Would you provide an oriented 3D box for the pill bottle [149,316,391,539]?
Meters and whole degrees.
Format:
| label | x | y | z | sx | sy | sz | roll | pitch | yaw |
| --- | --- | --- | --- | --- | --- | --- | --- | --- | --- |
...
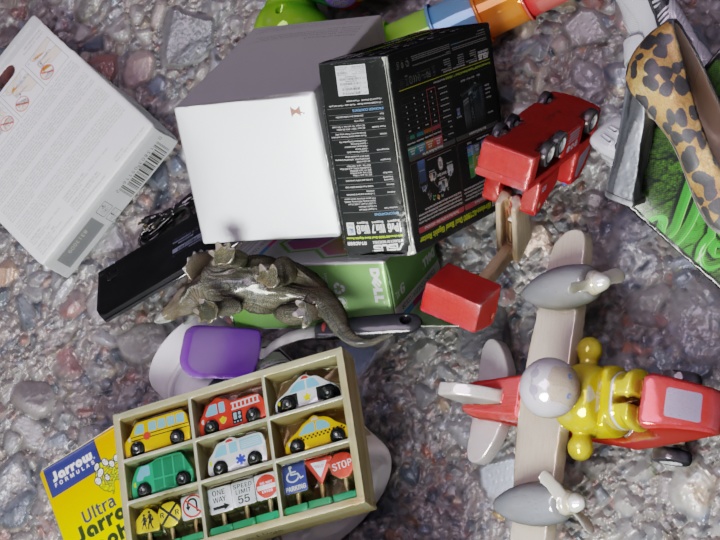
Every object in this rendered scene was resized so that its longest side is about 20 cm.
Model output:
| label | x | y | z | sx | sy | sz | roll | pitch | yaw |
| --- | --- | --- | --- | --- | --- | --- | --- | --- | --- |
| pill bottle | -0.078 | 0.125 | 1.690 | 0.200 | 0.111 | 0.111 | 41 | 94 | 29 |

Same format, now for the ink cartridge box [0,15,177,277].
| label | x | y | z | sx | sy | sz | roll | pitch | yaw |
| --- | --- | --- | --- | --- | --- | --- | --- | --- | --- |
| ink cartridge box | -0.280 | -0.114 | 1.897 | 0.160 | 0.047 | 0.200 | -51 | 56 | 5 |

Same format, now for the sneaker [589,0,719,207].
| label | x | y | z | sx | sy | sz | roll | pitch | yaw |
| --- | --- | --- | --- | --- | --- | --- | --- | --- | --- |
| sneaker | 0.222 | -0.144 | 1.646 | 0.115 | 0.075 | 0.200 | -33 | 67 | 10 |

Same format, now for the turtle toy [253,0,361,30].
| label | x | y | z | sx | sy | sz | roll | pitch | yaw |
| --- | --- | --- | --- | --- | --- | --- | --- | --- | --- |
| turtle toy | -0.024 | -0.259 | 1.773 | 0.101 | 0.146 | 0.200 | 44 | 97 | -2 |

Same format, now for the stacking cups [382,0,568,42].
| label | x | y | z | sx | sy | sz | roll | pitch | yaw |
| --- | --- | --- | --- | --- | --- | --- | --- | --- | --- |
| stacking cups | 0.080 | -0.209 | 1.742 | 0.199 | 0.060 | 0.061 | -26 | 66 | 15 |

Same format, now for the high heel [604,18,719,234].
| label | x | y | z | sx | sy | sz | roll | pitch | yaw |
| --- | --- | --- | --- | --- | --- | --- | --- | --- | --- |
| high heel | 0.283 | -0.098 | 1.540 | 0.199 | 0.071 | 0.143 | 16 | 109 | 18 |

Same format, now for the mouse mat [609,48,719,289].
| label | x | y | z | sx | sy | sz | roll | pitch | yaw |
| --- | --- | --- | --- | --- | --- | --- | --- | --- | --- |
| mouse mat | 0.306 | -0.087 | 1.580 | 0.161 | 0.008 | 0.200 | 41 | 105 | 4 |

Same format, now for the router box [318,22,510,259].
| label | x | y | z | sx | sy | sz | roll | pitch | yaw |
| --- | --- | --- | --- | --- | --- | --- | --- | --- | --- |
| router box | 0.046 | -0.103 | 1.621 | 0.062 | 0.200 | 0.151 | -4 | 101 | 28 |

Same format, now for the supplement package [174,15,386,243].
| label | x | y | z | sx | sy | sz | roll | pitch | yaw |
| --- | --- | --- | --- | --- | --- | --- | --- | --- | --- |
| supplement package | -0.052 | -0.114 | 1.658 | 0.117 | 0.200 | 0.117 | -3 | 112 | 18 |

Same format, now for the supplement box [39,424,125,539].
| label | x | y | z | sx | sy | sz | roll | pitch | yaw |
| --- | --- | --- | --- | --- | --- | --- | --- | --- | --- |
| supplement box | -0.160 | 0.232 | 1.698 | 0.109 | 0.109 | 0.201 | -31 | 65 | 14 |

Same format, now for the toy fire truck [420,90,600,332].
| label | x | y | z | sx | sy | sz | roll | pitch | yaw |
| --- | --- | --- | --- | --- | --- | --- | --- | --- | --- |
| toy fire truck | 0.120 | -0.049 | 1.628 | 0.049 | 0.200 | 0.142 | 22 | 119 | 19 |

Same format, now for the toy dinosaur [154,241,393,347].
| label | x | y | z | sx | sy | sz | roll | pitch | yaw |
| --- | --- | --- | --- | --- | --- | --- | --- | --- | --- |
| toy dinosaur | -0.068 | 0.014 | 1.617 | 0.199 | 0.102 | 0.077 | 3 | 96 | 12 |

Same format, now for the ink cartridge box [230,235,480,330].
| label | x | y | z | sx | sy | sz | roll | pitch | yaw |
| --- | --- | --- | --- | --- | --- | --- | --- | --- | --- |
| ink cartridge box | 0.000 | 0.000 | 1.687 | 0.199 | 0.104 | 0.060 | -1 | 112 | 25 |

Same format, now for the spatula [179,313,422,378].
| label | x | y | z | sx | sy | sz | roll | pitch | yaw |
| --- | --- | --- | --- | --- | --- | --- | --- | --- | --- |
| spatula | -0.047 | 0.054 | 1.643 | 0.199 | 0.021 | 0.057 | -10 | 43 | 19 |

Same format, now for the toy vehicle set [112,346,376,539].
| label | x | y | z | sx | sy | sz | roll | pitch | yaw |
| --- | --- | --- | --- | --- | --- | --- | --- | --- | --- |
| toy vehicle set | -0.091 | 0.146 | 1.608 | 0.199 | 0.027 | 0.125 | -17 | 66 | 16 |

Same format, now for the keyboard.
| label | x | y | z | sx | sy | sz | roll | pitch | yaw |
| --- | --- | --- | --- | --- | --- | --- | --- | --- | --- |
| keyboard | -0.141 | -0.032 | 1.789 | 0.199 | 0.021 | 0.127 | -29 | 32 | 15 |

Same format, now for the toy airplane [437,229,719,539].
| label | x | y | z | sx | sy | sz | roll | pitch | yaw |
| --- | --- | --- | --- | --- | --- | --- | --- | --- | --- |
| toy airplane | 0.146 | 0.094 | 1.575 | 0.199 | 0.141 | 0.200 | -41 | 63 | 10 |
